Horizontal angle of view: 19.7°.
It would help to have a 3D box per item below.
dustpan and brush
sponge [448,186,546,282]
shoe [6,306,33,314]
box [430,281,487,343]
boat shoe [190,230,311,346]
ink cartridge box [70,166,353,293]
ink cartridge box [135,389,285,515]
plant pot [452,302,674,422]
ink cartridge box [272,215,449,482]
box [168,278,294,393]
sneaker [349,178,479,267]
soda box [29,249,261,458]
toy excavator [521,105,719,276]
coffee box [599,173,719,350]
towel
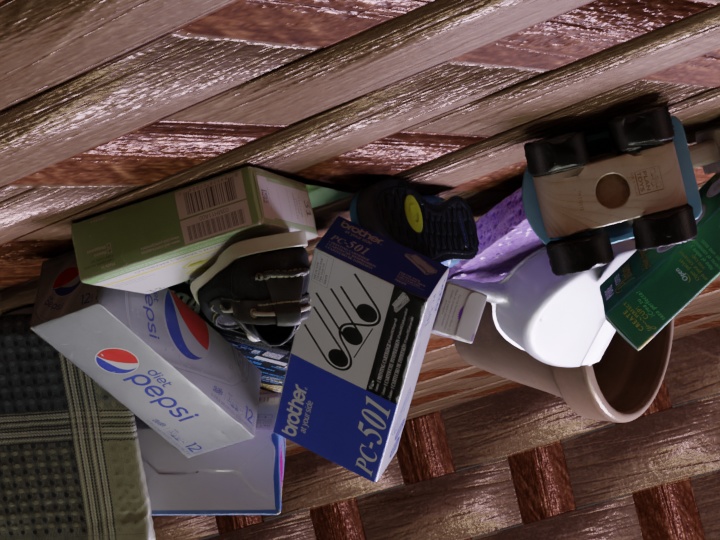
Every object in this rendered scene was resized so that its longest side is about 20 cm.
[{"bbox_3d":[0.144,0.023,1.782,0.199,0.057,0.140,-6,131,-39],"label":"dustpan and brush"},{"bbox_3d":[0.145,-0.040,1.743,0.111,0.030,0.200,-8,160,-42],"label":"sponge"},{"bbox_3d":[-0.201,0.067,1.759,0.198,0.092,0.071,-10,171,-24],"label":"shoe"},{"bbox_3d":[0.030,0.022,1.634,0.038,0.042,0.200,19,176,-27],"label":"box"},{"bbox_3d":[-0.075,0.023,1.461,0.071,0.068,0.200,-15,174,-15],"label":"boat shoe"},{"bbox_3d":[-0.098,-0.025,1.488,0.144,0.048,0.200,-18,169,19],"label":"ink cartridge box"},{"bbox_3d":[-0.130,0.143,1.751,0.135,0.077,0.200,1,-168,-1],"label":"ink cartridge box"},{"bbox_3d":[0.182,0.038,1.981,0.173,0.203,0.200,3,-178,32],"label":"plant pot"},{"bbox_3d":[-0.002,0.061,1.555,0.044,0.093,0.201,-54,164,-45],"label":"ink cartridge box"},{"bbox_3d":[-0.110,0.047,1.672,0.198,0.046,0.159,16,162,-16],"label":"box"},{"bbox_3d":[0.024,-0.027,1.607,0.078,0.067,0.200,-13,173,22],"label":"sneaker"},{"bbox_3d":[-0.157,0.060,1.560,0.068,0.064,0.200,-19,137,28],"label":"soda box"},{"bbox_3d":[0.215,-0.075,1.582,0.192,0.101,0.200,-15,-174,2],"label":"toy excavator"},{"bbox_3d":[0.281,-0.028,1.701,0.200,0.044,0.123,-44,-174,9],"label":"coffee box"},{"bbox_3d":[-0.263,0.130,1.642,0.190,0.202,0.035,-3,-165,10],"label":"towel"}]
